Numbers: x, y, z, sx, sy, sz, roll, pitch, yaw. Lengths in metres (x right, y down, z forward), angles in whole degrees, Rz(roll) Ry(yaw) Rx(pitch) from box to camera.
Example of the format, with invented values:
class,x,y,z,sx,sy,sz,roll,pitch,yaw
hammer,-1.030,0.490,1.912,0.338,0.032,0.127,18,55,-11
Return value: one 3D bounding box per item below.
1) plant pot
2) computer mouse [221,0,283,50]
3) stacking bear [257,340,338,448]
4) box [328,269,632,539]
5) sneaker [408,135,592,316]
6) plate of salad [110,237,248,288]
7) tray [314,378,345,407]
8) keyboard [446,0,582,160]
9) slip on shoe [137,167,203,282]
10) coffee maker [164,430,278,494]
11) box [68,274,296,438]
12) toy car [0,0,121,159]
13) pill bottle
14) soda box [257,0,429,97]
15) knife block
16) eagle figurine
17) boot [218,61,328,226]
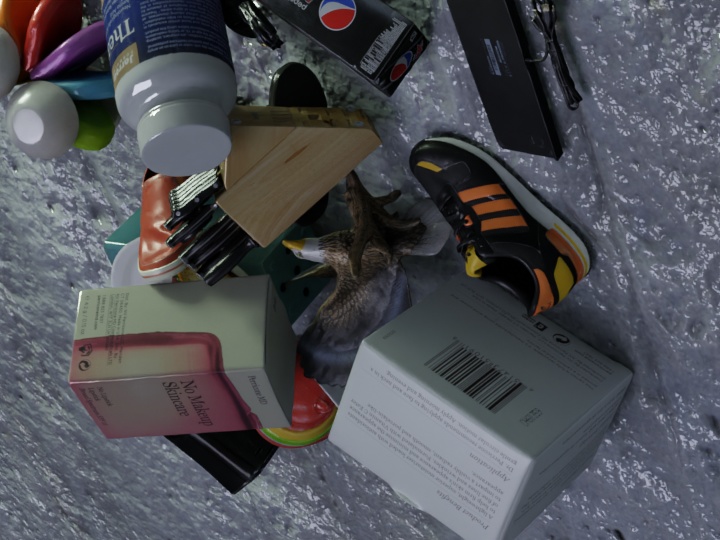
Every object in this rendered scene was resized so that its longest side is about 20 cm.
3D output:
class,x,y,z,sx,sy,sz,roll,pitch,yaw
plant pot,-0.144,-0.006,1.793,0.199,0.141,0.142,7,131,37
computer mouse,-0.103,-0.224,1.499,0.059,0.034,0.200,49,-176,-18
stacking bear,-0.067,0.136,1.819,0.121,0.114,0.200,45,168,3
box,0.114,0.129,1.547,0.199,0.200,0.131,34,128,20
sneaker,0.111,-0.041,1.486,0.200,0.090,0.070,39,148,12
plate of salad,-0.181,0.048,1.733,0.199,0.048,0.201,15,134,17
tray,-0.008,0.107,1.755,0.107,0.022,0.200,49,-167,-5
keyboard,0.133,-0.180,1.373,0.127,0.021,0.201,17,139,48
slip on shoe,-0.196,-0.066,1.658,0.074,0.201,0.061,-18,132,21
coffee maker,-0.193,0.174,2.023,0.200,0.135,0.192,37,173,-4
box,-0.173,0.088,1.630,0.199,0.109,0.128,-5,147,10
toy car,-0.329,-0.225,1.775,0.200,0.175,0.150,45,112,3
pill bottle,-0.172,-0.191,1.490,0.111,0.110,0.201,114,148,-57
soda box,-0.039,-0.239,1.448,0.200,0.063,0.071,38,-176,15
knife block,-0.087,-0.066,1.562,0.064,0.199,0.177,-112,24,-64
eagle figurine,-0.007,-0.003,1.610,0.151,0.152,0.200,35,146,19
boot,-0.113,-0.146,1.667,0.174,0.069,0.201,33,140,36
